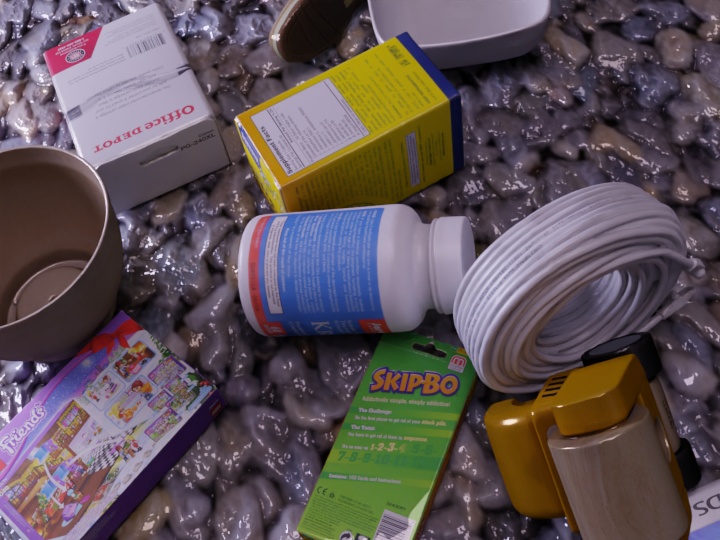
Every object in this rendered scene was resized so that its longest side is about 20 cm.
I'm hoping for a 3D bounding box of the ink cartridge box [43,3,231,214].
[{"bbox_3d":[-0.245,-0.178,0.985,0.143,0.084,0.202,-25,57,-7],"label":"ink cartridge box"}]

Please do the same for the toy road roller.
[{"bbox_3d":[0.159,0.138,0.660,0.144,0.200,0.125,-21,92,24],"label":"toy road roller"}]

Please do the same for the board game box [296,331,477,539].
[{"bbox_3d":[0.029,0.147,0.764,0.094,0.030,0.202,15,63,19],"label":"board game box"}]

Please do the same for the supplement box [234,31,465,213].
[{"bbox_3d":[-0.007,-0.127,0.897,0.198,0.110,0.109,-28,57,-10],"label":"supplement box"}]

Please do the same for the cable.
[{"bbox_3d":[0.168,0.015,0.721,0.199,0.200,0.070,-39,55,11],"label":"cable"}]

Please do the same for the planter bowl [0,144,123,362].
[{"bbox_3d":[-0.309,0.004,0.849,0.196,0.136,0.203,-4,56,6],"label":"planter bowl"}]

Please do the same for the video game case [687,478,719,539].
[{"bbox_3d":[0.317,0.241,0.645,0.178,0.046,0.202,-21,57,-3],"label":"video game case"}]

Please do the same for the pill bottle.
[{"bbox_3d":[0.000,0.000,0.800,0.196,0.113,0.114,-3,56,17],"label":"pill bottle"}]

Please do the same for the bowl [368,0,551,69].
[{"bbox_3d":[0.108,-0.303,1.011,0.196,0.075,0.203,-7,56,5],"label":"bowl"}]

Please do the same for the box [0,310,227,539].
[{"bbox_3d":[-0.235,0.149,0.800,0.136,0.039,0.200,33,68,25],"label":"box"}]

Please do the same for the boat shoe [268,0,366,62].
[{"bbox_3d":[-0.050,-0.315,1.059,0.075,0.072,0.200,18,54,36],"label":"boat shoe"}]
